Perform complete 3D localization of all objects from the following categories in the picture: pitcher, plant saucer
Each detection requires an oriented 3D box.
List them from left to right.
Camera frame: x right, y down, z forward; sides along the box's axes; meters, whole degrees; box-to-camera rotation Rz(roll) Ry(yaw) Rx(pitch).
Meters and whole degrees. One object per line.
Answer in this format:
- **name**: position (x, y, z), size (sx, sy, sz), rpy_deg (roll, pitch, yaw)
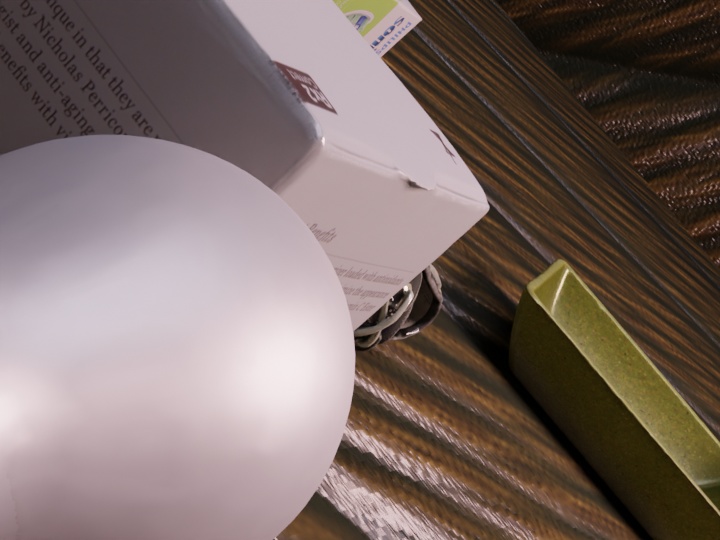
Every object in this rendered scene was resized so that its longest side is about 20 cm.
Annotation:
- **pitcher**: position (-0.074, 0.052, 0.532), size (0.200, 0.121, 0.173), rpy_deg (-8, 77, -63)
- **plant saucer**: position (0.164, 0.091, 1.362), size (0.200, 0.048, 0.200), rpy_deg (49, 12, 4)

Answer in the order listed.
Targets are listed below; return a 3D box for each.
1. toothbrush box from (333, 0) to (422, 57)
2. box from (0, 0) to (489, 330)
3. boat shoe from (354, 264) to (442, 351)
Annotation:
- **toothbrush box**: position (-0.065, -0.214, 1.397), size (0.146, 0.086, 0.200), rpy_deg (55, 12, 24)
- **box**: position (-0.081, -0.065, 0.776), size (0.200, 0.131, 0.199), rpy_deg (52, 12, 15)
- **boat shoe**: position (0.000, 0.000, 1.006), size (0.064, 0.071, 0.200), rpy_deg (50, 10, 12)
